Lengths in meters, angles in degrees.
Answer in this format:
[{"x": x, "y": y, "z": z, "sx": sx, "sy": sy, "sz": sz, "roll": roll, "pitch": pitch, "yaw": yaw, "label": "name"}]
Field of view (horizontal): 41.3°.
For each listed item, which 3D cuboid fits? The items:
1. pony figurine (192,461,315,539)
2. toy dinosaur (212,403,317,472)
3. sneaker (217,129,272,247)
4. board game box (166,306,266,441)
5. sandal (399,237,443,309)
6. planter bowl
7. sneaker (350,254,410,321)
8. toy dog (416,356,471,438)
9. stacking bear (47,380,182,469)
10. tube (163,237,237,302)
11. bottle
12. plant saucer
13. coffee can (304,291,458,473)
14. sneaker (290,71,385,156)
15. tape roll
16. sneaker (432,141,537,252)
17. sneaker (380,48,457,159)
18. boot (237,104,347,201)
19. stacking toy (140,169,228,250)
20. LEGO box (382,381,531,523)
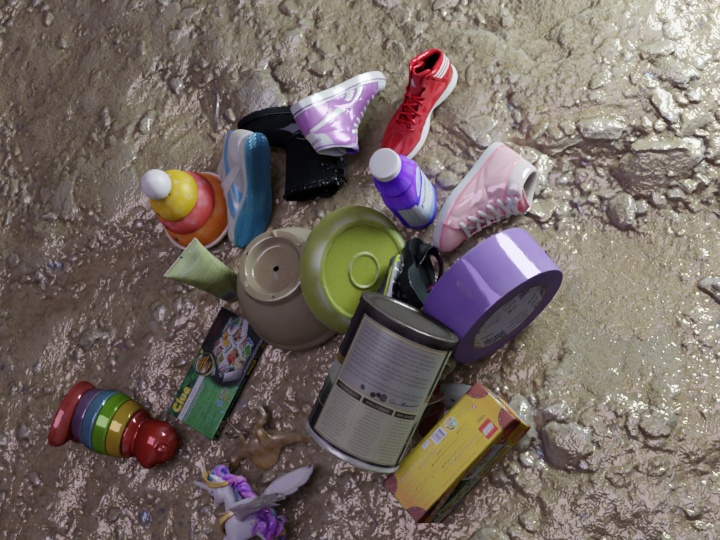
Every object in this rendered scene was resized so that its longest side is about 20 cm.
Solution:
[{"x": -0.159, "y": 0.385, "z": 1.470, "sx": 0.191, "sy": 0.166, "sz": 0.203, "roll": -18, "pitch": 85, "yaw": 23, "label": "pony figurine"}, {"x": -0.155, "y": 0.269, "z": 1.548, "sx": 0.198, "sy": 0.058, "sz": 0.102, "roll": -22, "pitch": 84, "yaw": 22, "label": "toy dinosaur"}, {"x": -0.202, "y": -0.140, "z": 1.638, "sx": 0.080, "sy": 0.076, "sz": 0.203, "roll": 19, "pitch": 109, "yaw": 41, "label": "sneaker"}, {"x": -0.239, "y": 0.173, "z": 1.612, "sx": 0.104, "sy": 0.023, "sz": 0.202, "roll": 26, "pitch": 85, "yaw": 22, "label": "board game box"}, {"x": 0.101, "y": 0.001, "z": 1.456, "sx": 0.048, "sy": 0.201, "sz": 0.076, "roll": -28, "pitch": 107, "yaw": 17, "label": "sandal"}, {"x": -0.118, "y": 0.014, "z": 1.538, "sx": 0.197, "sy": 0.135, "sz": 0.203, "roll": -6, "pitch": 68, "yaw": 14, "label": "planter bowl"}, {"x": 0.028, "y": 0.061, "z": 1.448, "sx": 0.080, "sy": 0.074, "sz": 0.202, "roll": -5, "pitch": 51, "yaw": 37, "label": "sneaker"}, {"x": 0.069, "y": 0.206, "z": 1.444, "sx": 0.198, "sy": 0.132, "sz": 0.097, "roll": -9, "pitch": 50, "yaw": 27, "label": "toy dog"}, {"x": -0.400, "y": 0.269, "z": 1.604, "sx": 0.198, "sy": 0.121, "sz": 0.115, "roll": 18, "pitch": 89, "yaw": 14, "label": "stacking bear"}, {"x": -0.251, "y": 0.004, "z": 1.565, "sx": 0.051, "sy": 0.200, "sz": 0.059, "roll": -4, "pitch": 75, "yaw": 16, "label": "tube"}, {"x": 0.066, "y": -0.131, "z": 1.484, "sx": 0.064, "sy": 0.200, "sz": 0.085, "roll": -6, "pitch": 72, "yaw": 18, "label": "bottle"}, {"x": 0.000, "y": 0.000, "z": 1.488, "sx": 0.031, "sy": 0.198, "sz": 0.203, "roll": 4, "pitch": 73, "yaw": 61, "label": "plant saucer"}, {"x": 0.028, "y": 0.151, "z": 1.303, "sx": 0.145, "sy": 0.146, "sz": 0.202, "roll": 28, "pitch": 100, "yaw": 24, "label": "coffee can"}, {"x": -0.018, "y": -0.254, "z": 1.595, "sx": 0.199, "sy": 0.072, "sz": 0.115, "roll": -31, "pitch": 91, "yaw": -33, "label": "sneaker"}, {"x": 0.192, "y": 0.038, "z": 1.392, "sx": 0.200, "sy": 0.200, "sz": 0.085, "roll": -41, "pitch": 65, "yaw": 6, "label": "tape roll"}, {"x": 0.201, "y": -0.099, "z": 1.493, "sx": 0.104, "sy": 0.075, "sz": 0.201, "roll": 33, "pitch": 85, "yaw": 30, "label": "sneaker"}, {"x": 0.080, "y": -0.276, "z": 1.564, "sx": 0.078, "sy": 0.115, "sz": 0.202, "roll": 26, "pitch": 85, "yaw": 24, "label": "sneaker"}, {"x": -0.118, "y": -0.198, "z": 1.642, "sx": 0.195, "sy": 0.073, "sz": 0.165, "roll": -10, "pitch": 72, "yaw": 14, "label": "boot"}, {"x": -0.314, "y": -0.126, "z": 1.623, "sx": 0.144, "sy": 0.200, "sz": 0.148, "roll": -6, "pitch": 73, "yaw": 19, "label": "stacking toy"}, {"x": 0.142, "y": 0.266, "z": 1.377, "sx": 0.200, "sy": 0.149, "sz": 0.077, "roll": -47, "pitch": 67, "yaw": 3, "label": "LEGO box"}]
